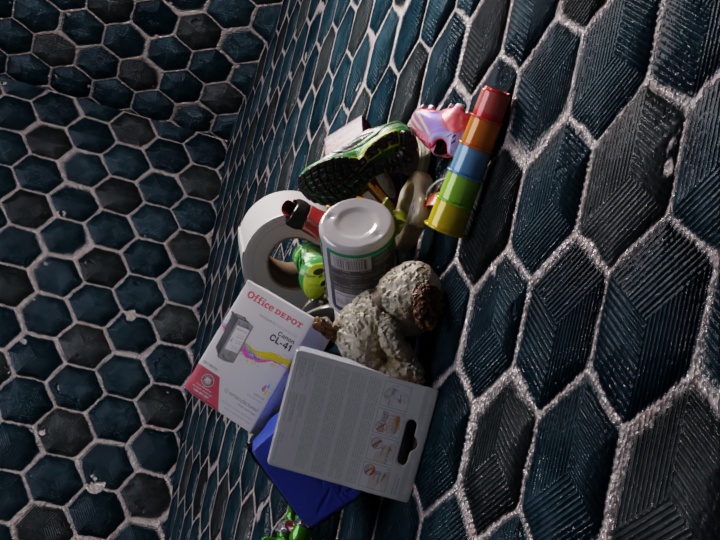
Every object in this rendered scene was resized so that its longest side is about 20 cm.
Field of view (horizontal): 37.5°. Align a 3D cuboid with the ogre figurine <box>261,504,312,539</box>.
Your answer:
[{"bbox_3d":[-0.109,0.439,1.739,0.200,0.098,0.121,-17,48,60],"label":"ogre figurine"}]

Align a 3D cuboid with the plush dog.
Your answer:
[{"bbox_3d":[0.042,0.058,1.483,0.172,0.160,0.200,-47,22,10],"label":"plush dog"}]

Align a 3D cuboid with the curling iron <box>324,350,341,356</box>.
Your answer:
[{"bbox_3d":[-0.080,0.131,1.715,0.026,0.198,0.050,-59,-24,-45],"label":"curling iron"}]

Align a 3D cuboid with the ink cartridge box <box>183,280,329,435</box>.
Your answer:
[{"bbox_3d":[-0.158,0.139,1.658,0.201,0.147,0.086,-61,-25,-4],"label":"ink cartridge box"}]

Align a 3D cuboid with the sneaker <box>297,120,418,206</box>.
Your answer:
[{"bbox_3d":[-0.005,-0.165,1.635,0.085,0.199,0.078,-99,-16,-64],"label":"sneaker"}]

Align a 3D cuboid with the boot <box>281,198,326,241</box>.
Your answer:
[{"bbox_3d":[-0.068,-0.093,1.909,0.073,0.144,0.200,-60,0,13],"label":"boot"}]

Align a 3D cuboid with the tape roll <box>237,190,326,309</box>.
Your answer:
[{"bbox_3d":[-0.135,-0.038,2.060,0.139,0.201,0.204,-114,41,-65],"label":"tape roll"}]

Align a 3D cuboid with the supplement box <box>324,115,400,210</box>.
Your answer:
[{"bbox_3d":[0.004,-0.152,1.784,0.085,0.110,0.201,-30,36,21],"label":"supplement box"}]

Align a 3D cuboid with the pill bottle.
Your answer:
[{"bbox_3d":[0.000,0.000,1.597,0.201,0.112,0.114,86,-177,-46],"label":"pill bottle"}]

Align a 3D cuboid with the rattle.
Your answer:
[{"bbox_3d":[0.050,-0.110,1.585,0.131,0.142,0.200,-59,7,-8],"label":"rattle"}]

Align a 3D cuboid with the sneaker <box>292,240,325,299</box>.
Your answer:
[{"bbox_3d":[-0.085,-0.003,1.824,0.074,0.083,0.200,-59,-2,8],"label":"sneaker"}]

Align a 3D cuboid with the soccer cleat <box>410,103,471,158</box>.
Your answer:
[{"bbox_3d":[0.114,-0.199,1.556,0.077,0.066,0.200,-67,19,-4],"label":"soccer cleat"}]

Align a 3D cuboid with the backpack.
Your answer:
[{"bbox_3d":[-0.051,0.261,1.550,0.167,0.163,0.200,-31,2,3],"label":"backpack"}]

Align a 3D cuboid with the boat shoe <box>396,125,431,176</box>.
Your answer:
[{"bbox_3d":[0.066,-0.199,1.733,0.200,0.064,0.072,-112,39,-66],"label":"boat shoe"}]

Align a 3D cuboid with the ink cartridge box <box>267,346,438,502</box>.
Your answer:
[{"bbox_3d":[-0.010,0.205,1.421,0.047,0.198,0.161,-51,-24,-86],"label":"ink cartridge box"}]

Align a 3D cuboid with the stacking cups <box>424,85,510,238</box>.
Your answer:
[{"bbox_3d":[0.145,-0.147,1.417,0.061,0.060,0.202,-128,55,-71],"label":"stacking cups"}]

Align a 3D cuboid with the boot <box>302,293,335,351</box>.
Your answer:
[{"bbox_3d":[-0.069,0.082,1.795,0.204,0.073,0.154,-45,9,42],"label":"boot"}]
